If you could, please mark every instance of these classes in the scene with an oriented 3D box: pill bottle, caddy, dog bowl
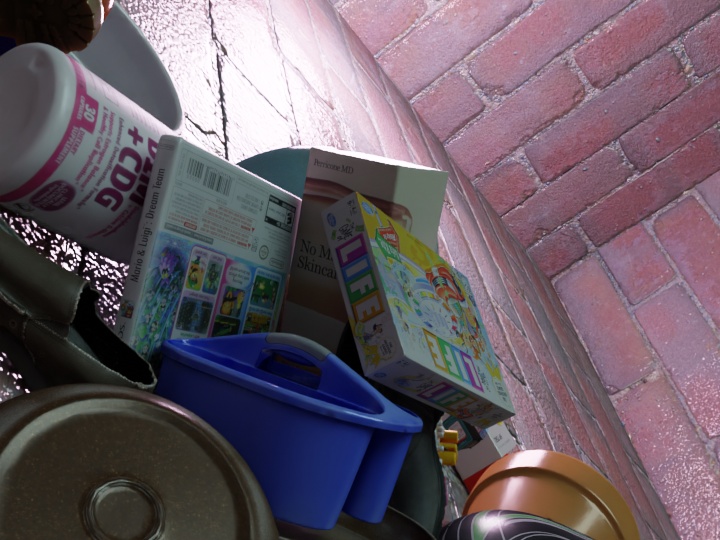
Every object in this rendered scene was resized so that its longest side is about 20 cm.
[{"bbox_3d":[-0.193,-0.073,0.707,0.200,0.113,0.114,35,26,-53],"label":"pill bottle"},{"bbox_3d":[-0.054,0.097,0.638,0.198,0.107,0.141,15,-1,31],"label":"caddy"},{"bbox_3d":[-0.249,-0.177,0.814,0.201,0.078,0.201,51,16,-20],"label":"dog bowl"}]

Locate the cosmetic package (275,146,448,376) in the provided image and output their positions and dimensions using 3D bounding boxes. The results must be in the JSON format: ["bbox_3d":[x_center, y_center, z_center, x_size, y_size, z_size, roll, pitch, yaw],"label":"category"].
[{"bbox_3d":[0.000,0.000,0.823,0.102,0.203,0.087,14,9,34],"label":"cosmetic package"}]

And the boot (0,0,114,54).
[{"bbox_3d":[-0.274,-0.224,0.685,0.197,0.076,0.108,16,41,-2],"label":"boot"}]

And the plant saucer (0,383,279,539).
[{"bbox_3d":[-0.125,0.132,0.474,0.198,0.037,0.202,20,40,-18],"label":"plant saucer"}]

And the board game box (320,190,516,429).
[{"bbox_3d":[0.049,0.038,0.721,0.199,0.034,0.136,32,36,-54],"label":"board game box"}]

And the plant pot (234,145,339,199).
[{"bbox_3d":[-0.059,-0.064,1.065,0.201,0.134,0.201,50,17,-20],"label":"plant pot"}]

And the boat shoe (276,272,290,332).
[{"bbox_3d":[-0.067,0.054,0.933,0.201,0.071,0.065,51,10,-30],"label":"boat shoe"}]

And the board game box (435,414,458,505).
[{"bbox_3d":[0.082,0.122,0.942,0.200,0.025,0.204,-25,116,-80],"label":"board game box"}]

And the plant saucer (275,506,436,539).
[{"bbox_3d":[-0.045,0.174,0.633,0.197,0.035,0.200,16,-3,1],"label":"plant saucer"}]

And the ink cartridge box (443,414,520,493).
[{"bbox_3d":[0.157,0.226,1.265,0.202,0.067,0.116,60,16,11],"label":"ink cartridge box"}]

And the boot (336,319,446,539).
[{"bbox_3d":[0.014,0.139,0.752,0.131,0.069,0.203,25,65,-53],"label":"boot"}]

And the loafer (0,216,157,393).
[{"bbox_3d":[-0.199,0.018,0.587,0.201,0.071,0.073,52,16,-14],"label":"loafer"}]

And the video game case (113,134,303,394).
[{"bbox_3d":[-0.115,0.010,0.733,0.200,0.023,0.185,22,80,-65],"label":"video game case"}]

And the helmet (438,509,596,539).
[{"bbox_3d":[0.124,0.300,0.788,0.188,0.202,0.201,7,36,-17],"label":"helmet"}]

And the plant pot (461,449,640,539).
[{"bbox_3d":[0.182,0.310,0.979,0.202,0.199,0.140,57,32,5],"label":"plant pot"}]

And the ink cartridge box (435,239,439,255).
[{"bbox_3d":[0.041,0.041,1.025,0.201,0.083,0.146,75,22,-55],"label":"ink cartridge box"}]
